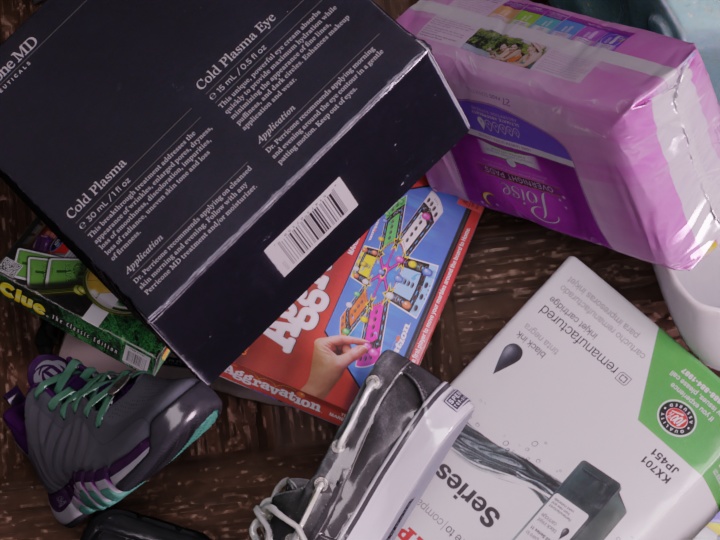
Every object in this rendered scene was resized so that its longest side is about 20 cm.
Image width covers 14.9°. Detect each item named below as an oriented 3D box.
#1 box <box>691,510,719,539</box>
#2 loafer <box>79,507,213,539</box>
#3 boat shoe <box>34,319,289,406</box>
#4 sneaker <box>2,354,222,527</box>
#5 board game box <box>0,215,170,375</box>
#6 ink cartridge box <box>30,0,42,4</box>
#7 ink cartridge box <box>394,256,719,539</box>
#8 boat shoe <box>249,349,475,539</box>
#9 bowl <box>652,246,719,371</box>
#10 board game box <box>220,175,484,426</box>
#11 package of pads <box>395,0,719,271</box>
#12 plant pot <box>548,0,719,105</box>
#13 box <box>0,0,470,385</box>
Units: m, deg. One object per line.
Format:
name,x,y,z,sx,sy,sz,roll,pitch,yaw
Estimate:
box,0.185,0.233,1.542,0.117,0.048,0.200,28,80,4
loafer,-0.064,0.190,1.533,0.200,0.068,0.071,16,86,6
boat shoe,-0.080,0.016,1.566,0.200,0.075,0.093,10,61,-11
sneaker,-0.145,0.079,1.479,0.074,0.200,0.088,-39,92,-30
board game box,-0.113,-0.033,1.546,0.105,0.023,0.200,29,49,5
ink cartridge box,-0.214,-0.264,1.596,0.050,0.109,0.200,-26,80,-7
ink cartridge box,0.105,0.117,1.520,0.147,0.083,0.200,41,85,23
boat shoe,-0.021,0.134,1.457,0.068,0.074,0.200,34,101,10
bowl,0.255,-0.008,1.543,0.199,0.075,0.200,-4,34,-3
board game box,0.000,0.000,1.550,0.103,0.019,0.200,21,51,3
package of pads,0.111,-0.080,1.500,0.076,0.121,0.200,-42,39,-26
plant pot,0.209,-0.189,1.531,0.200,0.196,0.196,-25,80,-21
box,-0.080,-0.080,1.446,0.200,0.104,0.182,-44,65,-4
